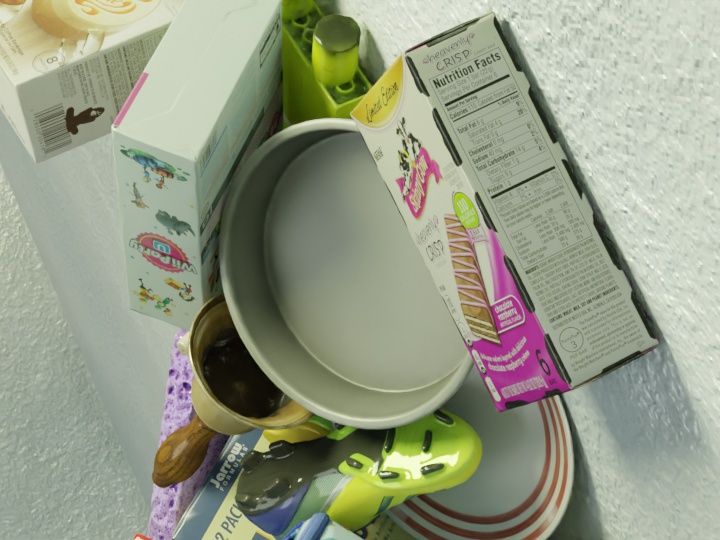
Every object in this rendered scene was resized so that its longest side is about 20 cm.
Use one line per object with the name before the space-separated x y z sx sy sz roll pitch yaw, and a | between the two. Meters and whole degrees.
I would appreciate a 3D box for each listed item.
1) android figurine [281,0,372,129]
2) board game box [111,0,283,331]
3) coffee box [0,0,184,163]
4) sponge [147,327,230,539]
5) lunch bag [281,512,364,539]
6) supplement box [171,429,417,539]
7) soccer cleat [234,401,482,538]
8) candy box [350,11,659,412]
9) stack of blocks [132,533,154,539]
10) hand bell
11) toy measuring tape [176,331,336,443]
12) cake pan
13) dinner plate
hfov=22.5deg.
android figurine | -0.033 -0.124 1.243 0.182 0.041 0.200 56 162 26
board game box | -0.104 -0.074 1.208 0.064 0.148 0.200 18 146 11
coffee box | -0.175 -0.174 1.331 0.114 0.199 0.080 51 158 39
sponge | -0.120 0.115 1.432 0.030 0.112 0.201 22 121 19
lunch bag | -0.057 0.264 1.177 0.082 0.200 0.161 30 146 2
supplement box | -0.027 0.219 1.405 0.199 0.135 0.200 27 159 8
soccer cleat | 0.006 0.138 1.213 0.084 0.199 0.065 40 -134 -38
candy box | 0.075 -0.027 1.007 0.201 0.061 0.136 64 165 4
stack of blocks | -0.098 0.284 1.371 0.115 0.059 0.200 16 155 33
hand bell | -0.105 0.106 1.272 0.104 0.104 0.200 60 143 16
toy measuring tape | -0.045 0.099 1.296 0.200 0.074 0.074 40 160 6
cake pan | 0.000 0.000 1.147 0.199 0.037 0.201 10 109 30
dinner plate | 0.060 0.097 1.193 0.199 0.024 0.201 19 122 32
